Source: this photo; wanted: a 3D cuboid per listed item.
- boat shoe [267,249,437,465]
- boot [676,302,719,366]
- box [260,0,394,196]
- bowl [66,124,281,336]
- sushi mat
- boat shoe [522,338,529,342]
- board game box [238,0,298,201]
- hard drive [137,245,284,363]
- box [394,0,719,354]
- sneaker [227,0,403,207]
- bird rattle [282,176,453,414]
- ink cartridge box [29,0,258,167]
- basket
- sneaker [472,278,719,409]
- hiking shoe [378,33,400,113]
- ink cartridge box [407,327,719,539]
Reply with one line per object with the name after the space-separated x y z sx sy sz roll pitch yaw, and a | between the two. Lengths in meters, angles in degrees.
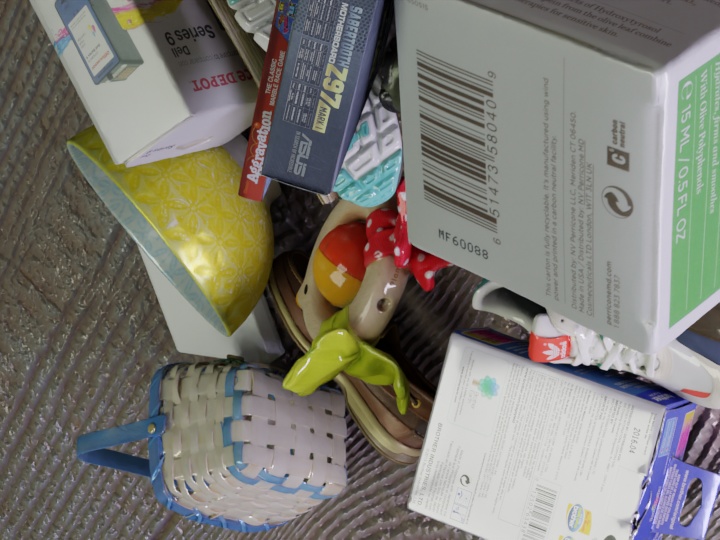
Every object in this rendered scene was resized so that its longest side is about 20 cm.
0.002 0.057 1.628 0.068 0.072 0.200 -44 71 22 | boat shoe
0.189 -0.001 1.340 0.200 0.075 0.097 24 131 35 | boot
-0.004 -0.170 1.252 0.051 0.158 0.200 17 131 3 | box
-0.127 -0.057 1.616 0.200 0.108 0.200 49 171 10 | bowl
-0.056 -0.146 1.507 0.012 0.096 0.200 -26 98 28 | sushi mat
0.148 0.150 1.515 0.075 0.068 0.200 -10 109 55 | boat shoe
-0.043 -0.152 1.320 0.019 0.103 0.200 17 128 3 | board game box
-0.144 -0.018 1.767 0.132 0.027 0.201 5 120 48 | hard drive
0.148 -0.098 1.225 0.200 0.171 0.200 26 136 35 | box
-0.019 -0.137 1.463 0.077 0.091 0.201 -27 79 12 | sneaker
0.000 0.000 1.525 0.163 0.112 0.201 49 128 57 | bird rattle
-0.153 -0.188 1.502 0.087 0.145 0.200 -29 85 34 | ink cartridge box
-0.116 0.151 1.742 0.200 0.176 0.140 -22 61 37 | basket
0.163 0.047 1.392 0.200 0.093 0.070 35 140 28 | sneaker
0.081 -0.175 1.346 0.100 0.076 0.200 23 134 7 | hiking shoe
0.147 0.134 1.432 0.200 0.076 0.137 19 101 27 | ink cartridge box
